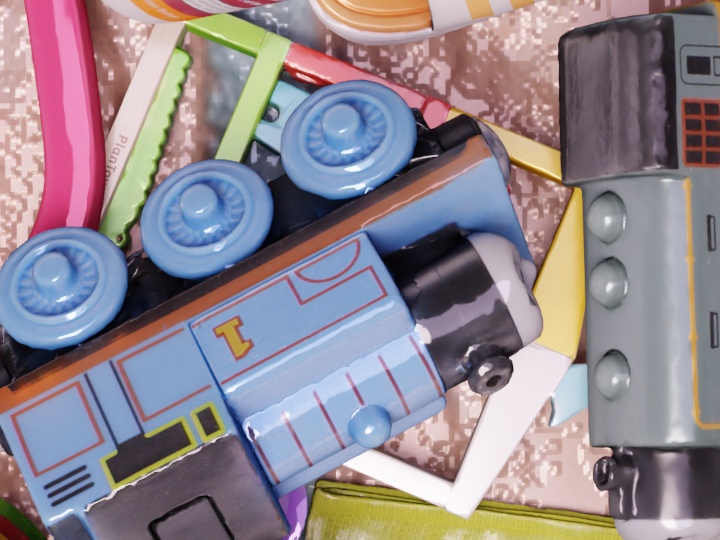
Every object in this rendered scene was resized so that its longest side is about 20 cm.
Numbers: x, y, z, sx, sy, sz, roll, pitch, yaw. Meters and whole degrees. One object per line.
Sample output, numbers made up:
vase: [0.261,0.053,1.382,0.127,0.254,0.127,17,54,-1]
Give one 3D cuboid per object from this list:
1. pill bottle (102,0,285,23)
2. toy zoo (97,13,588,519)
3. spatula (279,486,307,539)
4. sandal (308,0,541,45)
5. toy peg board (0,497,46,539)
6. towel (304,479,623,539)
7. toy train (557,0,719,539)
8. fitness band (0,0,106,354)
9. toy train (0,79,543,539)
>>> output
pill bottle: [0.003,-0.149,0.916,0.199,0.113,0.114,-7,91,28]
toy zoo: [0.000,0.000,0.993,0.199,0.020,0.132,22,88,2]
spatula: [-0.111,0.049,0.996,0.199,0.021,0.057,30,89,-3]
sandal: [0.076,-0.140,0.986,0.205,0.059,0.080,-18,91,-3]
toy peg board: [-0.088,0.154,0.921,0.200,0.199,0.098,43,72,-3]
towel: [0.075,0.130,1.010,0.199,0.018,0.087,8,89,-3]
toy train: [0.123,-0.001,0.965,0.113,0.085,0.201,0,88,-31]
fitness band: [-0.162,-0.063,0.976,0.143,0.037,0.201,-8,86,-1]
toy train: [-0.031,0.023,0.924,0.199,0.087,0.115,-27,54,-3]
